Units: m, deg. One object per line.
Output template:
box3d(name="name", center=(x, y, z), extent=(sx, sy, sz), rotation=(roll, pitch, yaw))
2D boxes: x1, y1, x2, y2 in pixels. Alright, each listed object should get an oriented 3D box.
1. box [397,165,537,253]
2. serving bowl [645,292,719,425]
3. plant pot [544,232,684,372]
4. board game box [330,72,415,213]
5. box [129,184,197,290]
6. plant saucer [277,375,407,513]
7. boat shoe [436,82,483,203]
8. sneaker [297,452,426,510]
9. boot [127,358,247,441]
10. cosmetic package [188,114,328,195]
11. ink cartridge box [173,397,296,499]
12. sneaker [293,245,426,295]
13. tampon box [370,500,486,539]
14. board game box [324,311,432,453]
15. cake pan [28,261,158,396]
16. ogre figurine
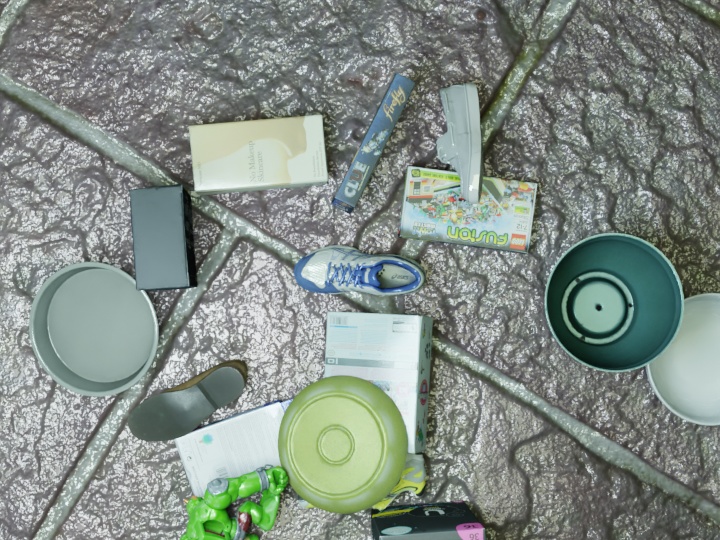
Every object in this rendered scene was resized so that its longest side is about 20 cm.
box3d(name="box", center=(0.163, -0.092, 1.783), extent=(0.200, 0.035, 0.110), rotation=(7, 89, -3))
box3d(name="serving bowl", center=(0.526, 0.134, 1.786), extent=(0.200, 0.066, 0.201), rotation=(0, 89, -4))
box3d(name="plant pot", center=(0.364, 0.052, 1.740), extent=(0.200, 0.134, 0.201), rotation=(0, 85, 0))
box3d(name="board game box", center=(0.017, -0.184, 1.725), extent=(0.035, 0.135, 0.200), rotation=(26, 87, -3))
box3d(name="box", center=(-0.279, -0.042, 1.671), extent=(0.079, 0.200, 0.142), rotation=(-7, 89, -5))
box3d(name="plant saucer", center=(-0.031, 0.252, 1.693), extent=(0.200, 0.031, 0.201), rotation=(-2, 84, 16))
box3d(name="boat shoe", center=(0.147, -0.191, 1.748), extent=(0.068, 0.072, 0.200), rotation=(-4, 72, 8))
box3d(name="sneaker", center=(0.005, 0.326, 1.747), extent=(0.200, 0.075, 0.077), rotation=(-16, 88, -3))
box3d(name="boot", center=(-0.253, 0.193, 1.743), extent=(0.200, 0.075, 0.074), rotation=(-27, 101, 11))
box3d(name="cosmetic package", center=(-0.152, -0.172, 1.746), extent=(0.200, 0.071, 0.105), rotation=(-7, 90, -4))
box3d(name="ink cartridge box", center=(-0.165, 0.272, 1.754), extent=(0.200, 0.042, 0.120), rotation=(-19, 92, -1))
box3d(name="sneaker", center=(0.000, 0.000, 1.745), extent=(0.199, 0.088, 0.075), rotation=(0, 91, -2))
box3d(name="tampon box", center=(0.096, 0.417, 1.688), extent=(0.150, 0.200, 0.127), rotation=(-4, 89, -4))
box3d(name="board game box", center=(0.024, 0.164, 1.733), extent=(0.147, 0.064, 0.201), rotation=(3, 87, 19))
box3d(name="cake pan", center=(-0.388, 0.085, 1.723), extent=(0.200, 0.037, 0.201), rotation=(1, 97, 9))
box3d(name="ogre figurine", center=(-0.193, 0.366, 1.694), extent=(0.120, 0.098, 0.200), rotation=(18, 126, -36))
